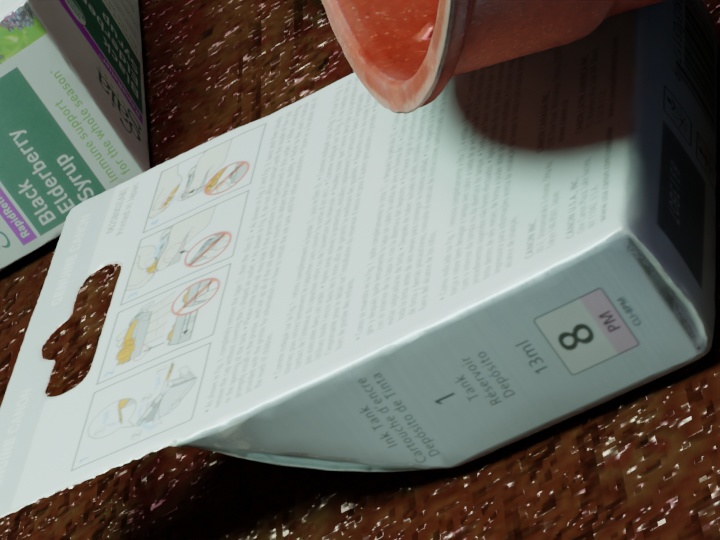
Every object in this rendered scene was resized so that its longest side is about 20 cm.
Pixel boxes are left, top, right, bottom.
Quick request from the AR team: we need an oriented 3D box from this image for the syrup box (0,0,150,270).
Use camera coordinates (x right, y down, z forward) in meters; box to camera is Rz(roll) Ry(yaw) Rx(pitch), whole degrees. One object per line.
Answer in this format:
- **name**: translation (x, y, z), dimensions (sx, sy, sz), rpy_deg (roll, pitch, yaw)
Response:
- **syrup box**: translation (-0.130, -0.083, 1.021), dimensions (0.081, 0.079, 0.200), rpy_deg (-31, 25, 8)

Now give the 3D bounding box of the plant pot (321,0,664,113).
- **plant pot**: translation (0.086, -0.154, 0.698), dimensions (0.194, 0.202, 0.201), rpy_deg (-10, 22, -11)

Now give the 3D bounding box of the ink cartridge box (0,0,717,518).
- **ink cartridge box**: translation (0.000, 0.000, 0.753), dimensions (0.199, 0.057, 0.163), rpy_deg (-29, 25, 23)
